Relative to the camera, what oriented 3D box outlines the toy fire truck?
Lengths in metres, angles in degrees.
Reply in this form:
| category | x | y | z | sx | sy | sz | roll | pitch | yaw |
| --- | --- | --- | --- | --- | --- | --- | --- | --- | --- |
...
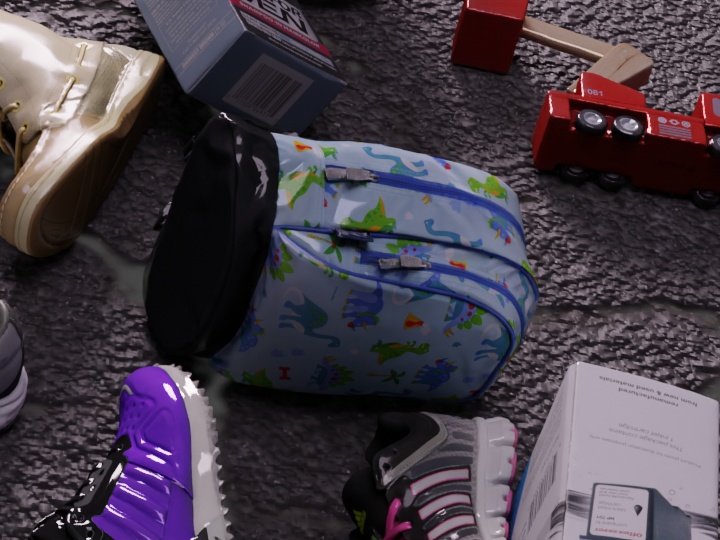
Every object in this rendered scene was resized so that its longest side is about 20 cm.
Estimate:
| category | x | y | z | sx | sy | sz | roll | pitch | yaw |
| --- | --- | --- | --- | --- | --- | --- | --- | --- | --- |
| toy fire truck | 0.162 | -0.117 | 1.530 | 0.200 | 0.049 | 0.141 | 10 | 41 | -7 |

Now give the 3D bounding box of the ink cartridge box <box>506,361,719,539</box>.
| category | x | y | z | sx | sy | sz | roll | pitch | yaw |
| --- | --- | --- | --- | --- | --- | --- | --- | --- | --- |
| ink cartridge box | 0.115 | 0.170 | 1.129 | 0.086 | 0.147 | 0.200 | 14 | 42 | -5 |

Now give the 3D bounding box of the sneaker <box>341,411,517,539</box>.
| category | x | y | z | sx | sy | sz | roll | pitch | yaw |
| --- | --- | --- | --- | --- | --- | --- | --- | --- | --- |
| sneaker | 0.030 | 0.141 | 1.193 | 0.087 | 0.074 | 0.200 | 14 | 37 | -2 |

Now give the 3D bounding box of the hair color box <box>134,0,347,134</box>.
| category | x | y | z | sx | sy | sz | roll | pitch | yaw |
| --- | --- | --- | --- | --- | --- | --- | --- | --- | --- |
| hair color box | -0.095 | -0.179 | 1.480 | 0.099 | 0.061 | 0.200 | 25 | 27 | -46 |

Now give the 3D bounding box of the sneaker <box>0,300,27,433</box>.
| category | x | y | z | sx | sy | sz | roll | pitch | yaw |
| --- | --- | --- | --- | --- | --- | --- | --- | --- | --- |
| sneaker | -0.272 | 0.045 | 1.199 | 0.200 | 0.079 | 0.074 | -5 | 47 | -20 |

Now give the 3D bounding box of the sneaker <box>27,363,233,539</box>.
| category | x | y | z | sx | sy | sz | roll | pitch | yaw |
| --- | --- | --- | --- | --- | --- | --- | --- | --- | --- |
| sneaker | -0.121 | 0.124 | 1.165 | 0.099 | 0.070 | 0.200 | -1 | 44 | -15 |

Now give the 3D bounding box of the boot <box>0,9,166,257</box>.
| category | x | y | z | sx | sy | sz | roll | pitch | yaw |
| --- | --- | --- | --- | --- | --- | --- | --- | --- | --- |
| boot | -0.217 | -0.094 | 1.367 | 0.155 | 0.073 | 0.200 | 22 | 39 | 3 |

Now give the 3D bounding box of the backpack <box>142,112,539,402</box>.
| category | x | y | z | sx | sy | sz | roll | pitch | yaw |
| --- | --- | --- | --- | --- | --- | --- | --- | --- | --- |
| backpack | 0.000 | 0.000 | 1.288 | 0.200 | 0.163 | 0.154 | -3 | 53 | -30 |
